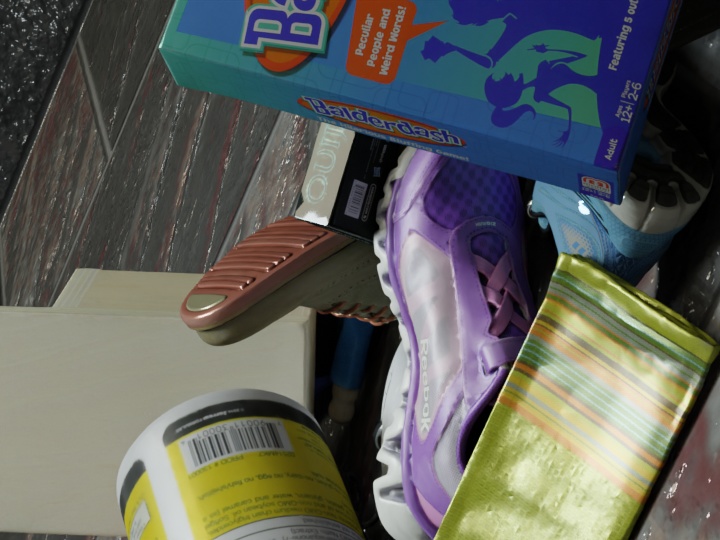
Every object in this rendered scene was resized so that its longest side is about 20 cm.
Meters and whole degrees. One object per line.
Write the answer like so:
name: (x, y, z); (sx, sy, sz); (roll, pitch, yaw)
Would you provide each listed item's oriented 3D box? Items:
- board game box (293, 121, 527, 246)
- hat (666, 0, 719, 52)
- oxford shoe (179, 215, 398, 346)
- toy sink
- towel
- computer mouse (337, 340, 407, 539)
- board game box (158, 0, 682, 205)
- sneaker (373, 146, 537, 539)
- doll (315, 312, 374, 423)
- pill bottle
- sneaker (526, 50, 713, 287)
board game box: (0.046, -0.104, 1.030); (0.028, 0.135, 0.201); (15, 88, 41)
hat: (0.111, -0.165, 0.961); (0.081, 0.200, 0.202); (67, -143, -69)
oxford shoe: (0.000, 0.000, 1.073); (0.071, 0.199, 0.074); (7, 120, 55)
toy sink: (-0.126, 0.073, 1.223); (0.112, 0.199, 0.131); (-86, -3, -76)
towel: (0.075, 0.098, 0.896); (0.086, 0.018, 0.201); (34, 106, 38)
computer mouse: (0.023, 0.077, 1.112); (0.200, 0.044, 0.110); (-60, 18, 28)
board game box: (0.035, -0.128, 0.892); (0.045, 0.199, 0.153); (65, -138, -71)
sneaker: (0.057, 0.032, 0.972); (0.088, 0.080, 0.201); (-3, 86, 62)
doll: (-0.021, 0.034, 1.297); (0.200, 0.048, 0.137); (128, 146, -47)
pill bottle: (-0.045, 0.164, 1.043); (0.115, 0.114, 0.200); (-59, 36, 31)
sneaker: (0.099, -0.056, 0.978); (0.200, 0.078, 0.090); (-91, 20, -57)
